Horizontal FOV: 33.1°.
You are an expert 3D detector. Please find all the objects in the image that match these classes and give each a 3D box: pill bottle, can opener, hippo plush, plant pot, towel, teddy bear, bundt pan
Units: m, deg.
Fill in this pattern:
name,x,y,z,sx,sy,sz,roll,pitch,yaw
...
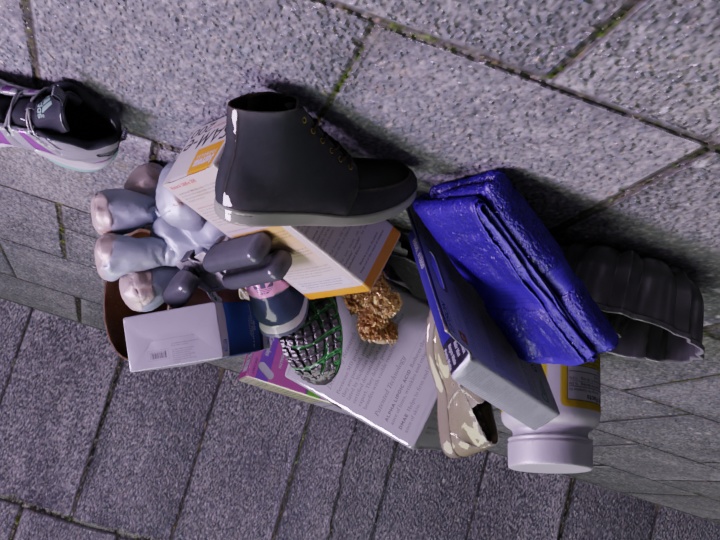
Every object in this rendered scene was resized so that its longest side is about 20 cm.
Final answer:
name,x,y,z,sx,sy,sz,roll,pitch,yaw
pill bottle,0.214,0.123,1.369,0.113,0.203,0.114,3,165,1
can opener,-0.140,0.009,1.208,0.053,0.067,0.199,40,157,-21
hippo plush,-0.190,-0.036,1.331,0.200,0.160,0.160,40,148,-22
plant pot,-0.246,0.044,1.785,0.198,0.189,0.186,7,177,-40
towel,0.137,0.004,1.128,0.201,0.050,0.147,54,155,-13
teddy bear,0.000,0.000,1.360,0.145,0.066,0.201,-122,8,-61
bundt pan,0.258,0.029,1.231,0.200,0.077,0.202,16,167,4

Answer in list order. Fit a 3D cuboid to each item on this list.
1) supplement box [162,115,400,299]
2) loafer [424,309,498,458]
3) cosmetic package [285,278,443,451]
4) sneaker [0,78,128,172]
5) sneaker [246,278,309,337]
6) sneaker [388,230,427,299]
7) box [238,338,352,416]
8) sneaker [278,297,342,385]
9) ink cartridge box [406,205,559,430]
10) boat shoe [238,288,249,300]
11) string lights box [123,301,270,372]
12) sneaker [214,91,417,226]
name,x,y,z,sx,sy,sz,roll,pitch,yaw
supplement box,-0.076,-0.060,1.169,0.199,0.074,0.126,39,157,-23
loafer,0.120,0.116,1.365,0.068,0.202,0.076,0,-159,24
cosmetic package,0.048,0.110,1.521,0.199,0.166,0.165,26,-179,27
sneaker,-0.324,-0.159,1.188,0.198,0.079,0.140,11,169,-22
sneaker,-0.089,-0.022,1.310,0.069,0.201,0.083,-14,128,5
sneaker,0.106,0.013,1.412,0.103,0.061,0.200,7,159,33
box,-0.049,0.096,1.689,0.198,0.178,0.097,18,168,-10
sneaker,-0.053,0.035,1.429,0.077,0.203,0.085,-11,169,18
ink cartridge box,0.107,0.043,1.224,0.040,0.201,0.200,-36,132,21
boat shoe,-0.122,0.012,1.500,0.068,0.076,0.200,-11,-173,7
string lights box,-0.172,0.070,1.314,0.101,0.060,0.200,-9,178,9
sneaker,-0.029,-0.100,1.061,0.198,0.107,0.075,-8,-150,-30
